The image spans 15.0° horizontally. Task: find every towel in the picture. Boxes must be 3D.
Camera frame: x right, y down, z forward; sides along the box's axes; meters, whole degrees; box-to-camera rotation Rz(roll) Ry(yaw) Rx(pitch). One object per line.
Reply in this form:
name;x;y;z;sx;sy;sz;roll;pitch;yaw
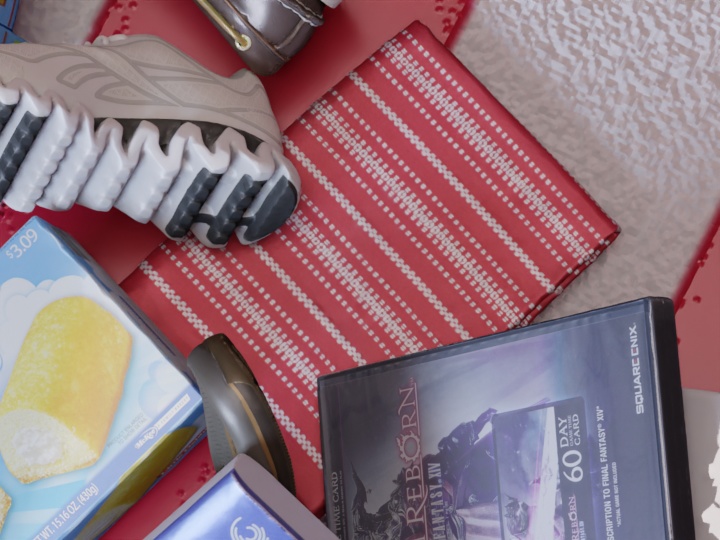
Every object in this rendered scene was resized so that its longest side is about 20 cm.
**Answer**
towel;0.000;0.000;1.245;0.200;0.022;0.145;-42;80;-6

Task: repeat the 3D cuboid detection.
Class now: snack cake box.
snack cake box;-0.170;0.087;1.203;0.200;0.067;0.115;-45;80;1

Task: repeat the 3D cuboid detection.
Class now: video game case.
video game case;0.057;0.098;1.133;0.200;0.019;0.143;-15;75;45

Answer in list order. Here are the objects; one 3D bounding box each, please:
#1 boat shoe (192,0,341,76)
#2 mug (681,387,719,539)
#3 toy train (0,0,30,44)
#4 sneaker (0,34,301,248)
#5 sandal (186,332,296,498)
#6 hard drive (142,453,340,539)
boat shoe;-0.094;-0.170;1.261;0.200;0.072;0.060;41;98;16
mug;0.177;0.147;1.146;0.200;0.148;0.176;9;86;-4
toy train;-0.199;-0.136;1.233;0.087;0.114;0.200;-7;64;41
sneaker;-0.122;-0.070;1.198;0.200;0.075;0.081;14;51;-28
sandal;-0.050;0.122;1.158;0.055;0.082;0.200;-22;121;-14
hard drive;-0.071;0.183;1.144;0.132;0.025;0.200;44;114;-9
